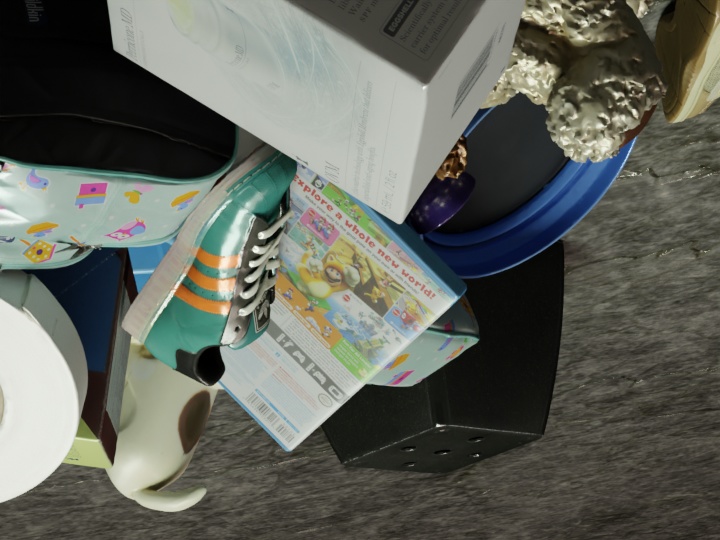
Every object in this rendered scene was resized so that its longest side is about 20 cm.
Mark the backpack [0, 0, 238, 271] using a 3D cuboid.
[{"bbox_3d":[-0.180,-0.091,1.325,0.199,0.176,0.154,0,143,-28],"label":"backpack"}]

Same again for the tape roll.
[{"bbox_3d":[-0.270,0.065,1.374,0.202,0.037,0.204,2,128,2],"label":"tape roll"}]

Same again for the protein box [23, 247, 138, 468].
[{"bbox_3d":[-0.262,0.050,1.532,0.197,0.136,0.200,8,169,-2],"label":"protein box"}]

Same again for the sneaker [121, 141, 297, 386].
[{"bbox_3d":[-0.078,-0.003,1.413,0.071,0.080,0.200,-46,175,-47],"label":"sneaker"}]

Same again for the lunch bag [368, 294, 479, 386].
[{"bbox_3d":[0.000,0.000,1.583,0.077,0.161,0.200,-36,164,17],"label":"lunch bag"}]

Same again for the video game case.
[{"bbox_3d":[-0.040,0.018,1.460,0.200,0.143,0.018,-44,-178,39],"label":"video game case"}]

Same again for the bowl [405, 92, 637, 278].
[{"bbox_3d":[0.113,-0.083,1.577,0.200,0.039,0.201,-28,146,-21],"label":"bowl"}]

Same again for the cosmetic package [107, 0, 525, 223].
[{"bbox_3d":[-0.025,-0.151,1.172,0.199,0.123,0.199,33,163,8],"label":"cosmetic package"}]

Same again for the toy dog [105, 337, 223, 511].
[{"bbox_3d":[-0.163,0.088,1.918,0.200,0.194,0.140,-43,143,1],"label":"toy dog"}]

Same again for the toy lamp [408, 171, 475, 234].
[{"bbox_3d":[-0.012,-0.110,1.398,0.200,0.058,0.058,48,137,-16],"label":"toy lamp"}]

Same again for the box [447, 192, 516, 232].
[{"bbox_3d":[0.042,-0.084,1.607,0.064,0.070,0.200,-54,146,13],"label":"box"}]

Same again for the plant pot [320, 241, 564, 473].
[{"bbox_3d":[0.060,0.076,1.966,0.199,0.178,0.199,11,154,-42],"label":"plant pot"}]

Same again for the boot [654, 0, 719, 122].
[{"bbox_3d":[0.287,-0.162,1.512,0.154,0.072,0.200,-8,162,-8],"label":"boot"}]

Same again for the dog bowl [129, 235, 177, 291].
[{"bbox_3d":[-0.196,-0.019,1.768,0.111,0.050,0.200,-4,162,-13],"label":"dog bowl"}]

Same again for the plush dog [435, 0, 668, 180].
[{"bbox_3d":[0.077,-0.151,1.340,0.171,0.200,0.161,-28,123,22],"label":"plush dog"}]

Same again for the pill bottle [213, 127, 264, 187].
[{"bbox_3d":[-0.112,-0.090,1.488,0.199,0.113,0.112,-15,161,19],"label":"pill bottle"}]
